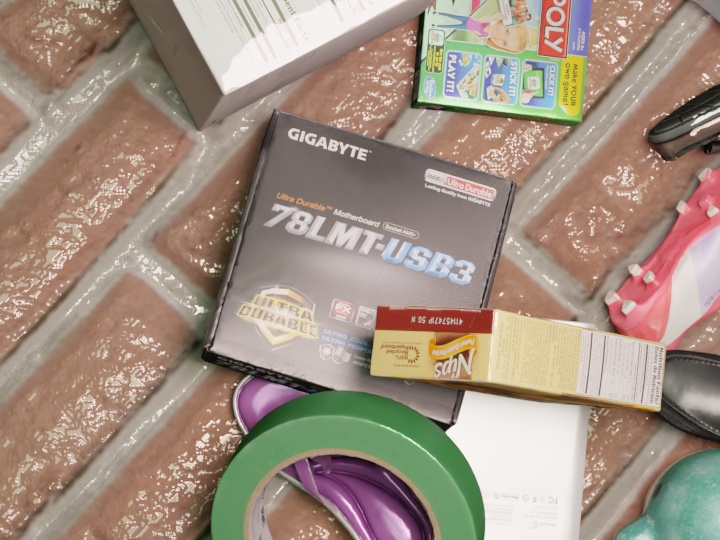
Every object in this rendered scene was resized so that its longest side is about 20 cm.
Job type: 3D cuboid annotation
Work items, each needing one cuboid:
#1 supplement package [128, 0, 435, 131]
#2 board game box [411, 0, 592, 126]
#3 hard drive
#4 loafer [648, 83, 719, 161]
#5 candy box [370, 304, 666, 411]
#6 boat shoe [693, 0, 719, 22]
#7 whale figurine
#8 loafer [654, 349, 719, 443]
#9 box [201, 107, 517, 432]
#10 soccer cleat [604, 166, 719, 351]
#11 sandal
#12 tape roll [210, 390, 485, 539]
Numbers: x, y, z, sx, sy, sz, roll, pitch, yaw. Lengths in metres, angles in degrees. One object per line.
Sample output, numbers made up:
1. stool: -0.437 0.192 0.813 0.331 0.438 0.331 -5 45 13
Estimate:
1. supplement package: -0.058 -0.222 1.633 0.199 0.191 0.148 -29 91 -11
2. board game box: 0.115 -0.221 1.744 0.134 0.029 0.201 6 85 -8
3. hard drive: 0.109 0.135 1.717 0.131 0.026 0.201 6 84 -9
4. loafer: 0.322 -0.129 1.752 0.199 0.072 0.063 -30 103 -14
5. candy box: 0.116 0.064 1.604 0.199 0.115 0.056 11 84 -46
6. boat shoe: 0.276 -0.253 1.760 0.200 0.074 0.067 46 47 -4
7. whale figurine: 0.269 0.235 1.695 0.158 0.104 0.201 24 82 -7
8. loafer: 0.309 0.107 1.717 0.200 0.070 0.068 20 78 -16
9. box: 0.000 0.000 1.679 0.199 0.050 0.199 17 76 -4
10. soccer cleat: 0.276 -0.016 1.735 0.200 0.067 0.076 -48 117 -2
11. sandal: -0.012 0.146 1.673 0.203 0.050 0.082 43 86 4
12. tape roll: -0.009 0.189 1.633 0.199 0.048 0.201 4 111 11
